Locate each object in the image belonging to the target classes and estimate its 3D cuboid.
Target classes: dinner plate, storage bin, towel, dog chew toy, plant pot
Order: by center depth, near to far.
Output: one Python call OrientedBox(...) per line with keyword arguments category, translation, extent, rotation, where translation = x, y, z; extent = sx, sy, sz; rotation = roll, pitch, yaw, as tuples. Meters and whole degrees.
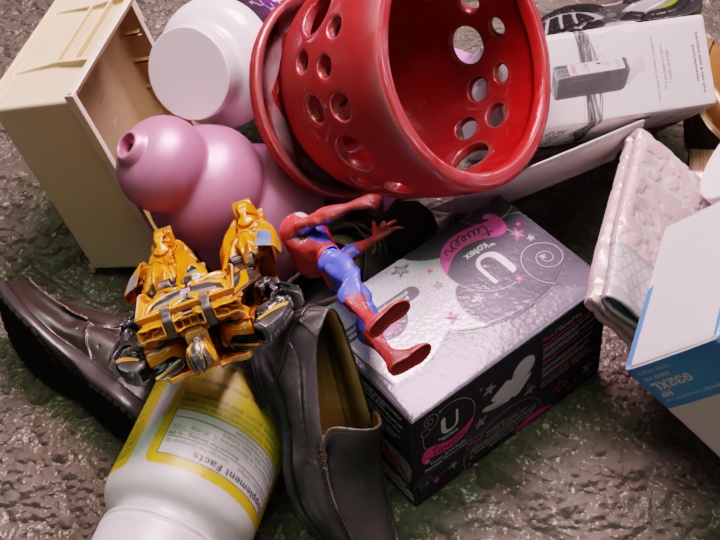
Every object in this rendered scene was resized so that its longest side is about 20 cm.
OrientedBox(category="towel", translation=(0.267, 0.011, 0.911), extent=(0.200, 0.032, 0.192), rotation=(39, 49, -17))
OrientedBox(category="plant pot", translation=(0.027, -0.153, 0.933), extent=(0.182, 0.201, 0.201), rotation=(-6, 35, 50))
OrientedBox(category="dog chew toy", translation=(-0.121, -0.065, 0.978), extent=(0.124, 0.199, 0.126), rotation=(-18, 60, 34))
OrientedBox(category="dinner plate", translation=(0.155, -0.083, 1.010), extent=(0.199, 0.200, 0.024), rotation=(-21, 91, -14))
OrientedBox(category="storage bin", translation=(-0.210, -0.135, 1.040), extent=(0.093, 0.201, 0.200), rotation=(-3, 45, 23))

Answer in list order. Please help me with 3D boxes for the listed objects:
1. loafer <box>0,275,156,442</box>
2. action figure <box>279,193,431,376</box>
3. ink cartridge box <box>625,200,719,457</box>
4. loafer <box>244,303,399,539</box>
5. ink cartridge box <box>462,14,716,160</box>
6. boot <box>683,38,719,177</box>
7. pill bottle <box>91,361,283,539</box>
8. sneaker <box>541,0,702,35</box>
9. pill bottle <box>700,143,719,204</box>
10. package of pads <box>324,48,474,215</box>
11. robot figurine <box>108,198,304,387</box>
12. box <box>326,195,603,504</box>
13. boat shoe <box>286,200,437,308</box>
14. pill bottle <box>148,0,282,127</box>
OrientedBox(category="loafer", translation=(-0.223, 0.066, 0.962), extent=(0.199, 0.073, 0.071), rotation=(36, 54, 21))
OrientedBox(category="action figure", translation=(0.007, -0.011, 0.855), extent=(0.099, 0.066, 0.200), rotation=(-34, 36, -11))
OrientedBox(category="ink cartridge box", translation=(0.296, 0.066, 0.829), extent=(0.200, 0.083, 0.146), rotation=(41, 50, -17))
OrientedBox(category="loafer", translation=(-0.016, 0.121, 0.822), extent=(0.072, 0.202, 0.073), rotation=(-23, 3, 40))
OrientedBox(category="ink cartridge box", translation=(0.198, -0.163, 1.062), extent=(0.198, 0.144, 0.085), rotation=(-8, 88, -8))
OrientedBox(category="boot", translation=(0.382, -0.129, 1.084), extent=(0.153, 0.074, 0.202), rotation=(4, 60, 10))
OrientedBox(category="pill bottle", translation=(-0.116, 0.141, 0.847), extent=(0.113, 0.115, 0.201), rotation=(10, 49, 14))
OrientedBox(category="sneaker", translation=(0.252, -0.225, 1.181), extent=(0.198, 0.081, 0.074), rotation=(-5, 41, 27))
OrientedBox(category="pill bottle", translation=(0.374, -0.039, 0.915), extent=(0.199, 0.113, 0.114), rotation=(35, 51, -9))
OrientedBox(category="package of pads", translation=(0.017, -0.150, 1.128), extent=(0.120, 0.076, 0.200), rotation=(18, 51, 26))
OrientedBox(category="robot figurine", translation=(-0.114, 0.015, 0.839), extent=(0.144, 0.059, 0.200), rotation=(-20, 21, 3))
OrientedBox(category="box", translation=(0.077, 0.056, 0.908), extent=(0.199, 0.115, 0.132), rotation=(-31, 53, -23))
OrientedBox(category="boat shoe", translation=(0.000, 0.000, 0.993), extent=(0.074, 0.074, 0.200), rotation=(27, 55, 26))
OrientedBox(category="pill bottle", translation=(-0.104, -0.192, 1.036), extent=(0.111, 0.114, 0.200), rotation=(14, 24, 17))
